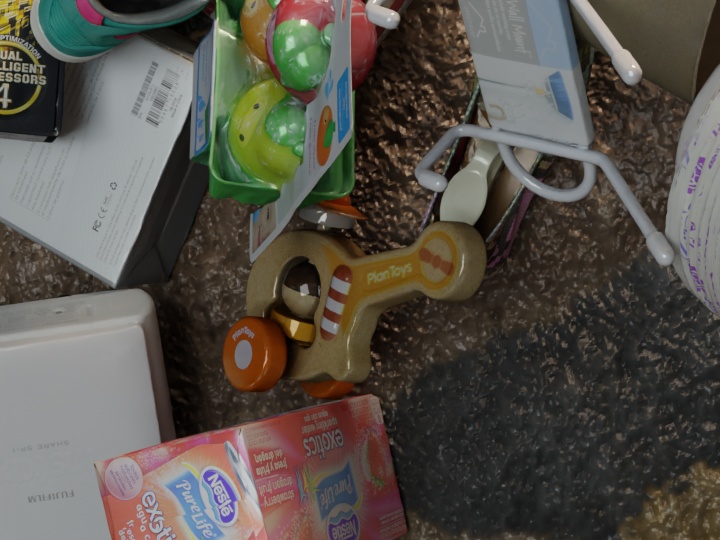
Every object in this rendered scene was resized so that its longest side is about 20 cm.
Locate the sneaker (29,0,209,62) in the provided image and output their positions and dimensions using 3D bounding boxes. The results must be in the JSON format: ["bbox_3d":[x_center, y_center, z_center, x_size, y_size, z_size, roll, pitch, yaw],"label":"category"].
[{"bbox_3d":[-0.107,-0.207,1.091,0.084,0.121,0.200,44,75,-18],"label":"sneaker"}]

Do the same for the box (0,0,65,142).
[{"bbox_3d":[-0.276,-0.166,1.124,0.199,0.049,0.162,5,86,-14],"label":"box"}]

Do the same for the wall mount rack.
[{"bbox_3d":[0.095,-0.089,0.974,0.173,0.075,0.200,16,141,35],"label":"wall mount rack"}]

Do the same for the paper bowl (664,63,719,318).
[{"bbox_3d":[0.248,-0.056,0.980,0.104,0.200,0.201,44,111,44],"label":"paper bowl"}]

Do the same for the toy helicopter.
[{"bbox_3d":[0.000,0.000,1.120,0.200,0.079,0.133,-16,71,46],"label":"toy helicopter"}]

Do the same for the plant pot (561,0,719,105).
[{"bbox_3d":[0.127,-0.213,1.008,0.199,0.187,0.188,24,102,15],"label":"plant pot"}]

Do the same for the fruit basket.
[{"bbox_3d":[-0.040,-0.122,1.053,0.093,0.200,0.186,5,70,-11],"label":"fruit basket"}]

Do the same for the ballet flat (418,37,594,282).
[{"bbox_3d":[0.085,-0.079,1.106,0.069,0.071,0.201,25,102,12],"label":"ballet flat"}]

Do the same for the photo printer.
[{"bbox_3d":[-0.200,0.119,1.190,0.166,0.069,0.201,-7,115,-4],"label":"photo printer"}]

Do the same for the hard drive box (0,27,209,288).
[{"bbox_3d":[-0.193,-0.103,1.215,0.200,0.077,0.156,29,104,17],"label":"hard drive box"}]

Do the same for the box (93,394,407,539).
[{"bbox_3d":[-0.059,0.137,1.111,0.102,0.200,0.095,-16,86,21],"label":"box"}]

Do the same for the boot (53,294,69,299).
[{"bbox_3d":[-0.290,0.050,1.270,0.204,0.073,0.154,-44,75,18],"label":"boot"}]

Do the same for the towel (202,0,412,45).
[{"bbox_3d":[-0.052,-0.216,1.180,0.200,0.023,0.144,41,105,13],"label":"towel"}]
